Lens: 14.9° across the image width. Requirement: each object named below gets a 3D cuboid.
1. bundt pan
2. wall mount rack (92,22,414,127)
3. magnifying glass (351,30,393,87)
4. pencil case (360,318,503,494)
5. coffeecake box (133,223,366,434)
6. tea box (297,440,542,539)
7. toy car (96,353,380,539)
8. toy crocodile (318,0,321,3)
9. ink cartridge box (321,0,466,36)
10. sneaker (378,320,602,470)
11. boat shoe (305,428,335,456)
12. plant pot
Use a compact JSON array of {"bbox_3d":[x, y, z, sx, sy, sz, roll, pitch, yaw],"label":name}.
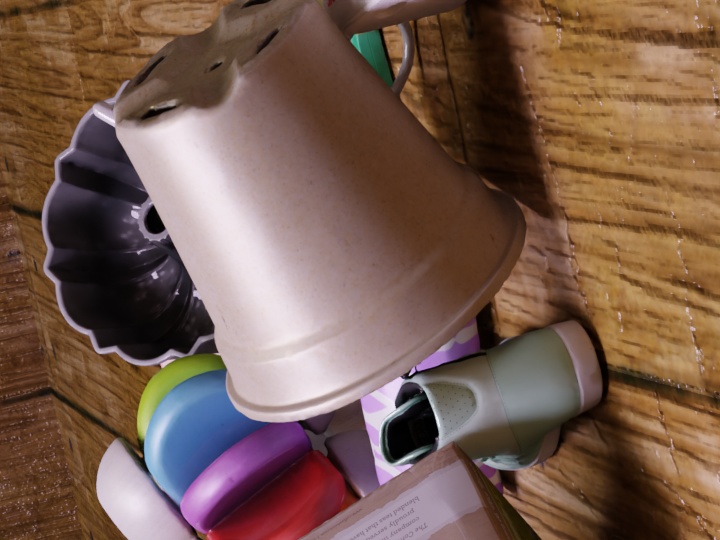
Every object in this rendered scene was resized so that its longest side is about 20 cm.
[{"bbox_3d":[-0.118,-0.032,1.885,0.076,0.201,0.203,12,-126,-57],"label":"bundt pan"},{"bbox_3d":[-0.059,-0.095,1.674,0.074,0.201,0.174,15,159,47],"label":"wall mount rack"},{"bbox_3d":[0.005,-0.136,1.783,0.080,0.022,0.201,-140,37,-66],"label":"magnifying glass"},{"bbox_3d":[0.040,0.062,1.710,0.086,0.083,0.201,-48,-46,-65],"label":"pencil case"},{"bbox_3d":[-0.067,0.032,1.934,0.073,0.153,0.201,12,-126,-56],"label":"coffeecake box"},{"bbox_3d":[0.032,0.235,1.528,0.197,0.199,0.134,50,-171,-48],"label":"tea box"},{"bbox_3d":[-0.067,0.140,1.762,0.200,0.175,0.150,52,178,3],"label":"toy car"},{"bbox_3d":[-0.054,-0.199,1.840,0.200,0.061,0.068,-123,23,-68],"label":"toy crocodile"},{"bbox_3d":[0.012,-0.245,1.526,0.145,0.083,0.201,155,102,-76],"label":"ink cartridge box"},{"bbox_3d":[0.057,0.081,1.583,0.200,0.117,0.074,122,131,-72],"label":"sneaker"},{"bbox_3d":[-0.045,0.200,1.871,0.062,0.072,0.202,-59,-26,-86],"label":"boat shoe"},{"bbox_3d":[-0.037,-0.049,1.544,0.184,0.200,0.200,56,174,-23],"label":"plant pot"}]
